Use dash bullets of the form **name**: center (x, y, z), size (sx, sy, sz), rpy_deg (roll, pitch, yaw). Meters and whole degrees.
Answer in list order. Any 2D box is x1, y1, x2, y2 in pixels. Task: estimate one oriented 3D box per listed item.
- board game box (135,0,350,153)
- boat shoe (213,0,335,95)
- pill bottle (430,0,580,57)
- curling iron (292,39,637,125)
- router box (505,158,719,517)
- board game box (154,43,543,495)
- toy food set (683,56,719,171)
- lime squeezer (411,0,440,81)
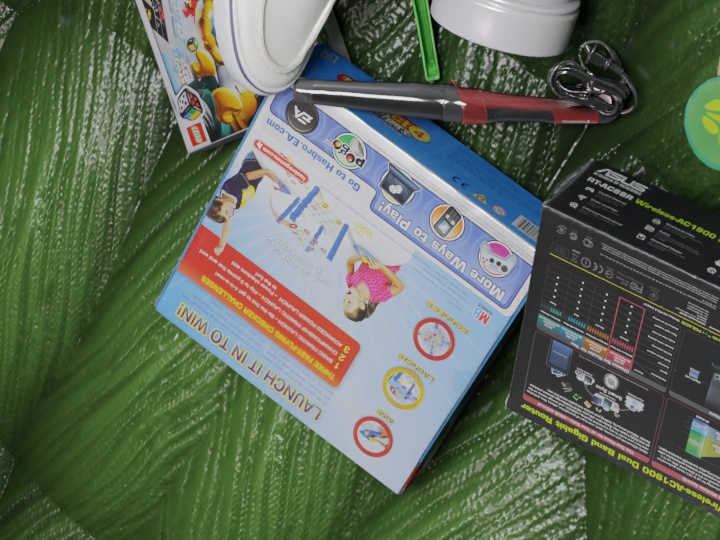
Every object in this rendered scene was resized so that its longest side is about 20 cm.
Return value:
- **board game box**: center (-0.088, -0.189, 1.356), size (0.126, 0.035, 0.202), rpy_deg (-19, 91, 35)
- **boat shoe**: center (-0.026, -0.193, 1.198), size (0.070, 0.070, 0.202), rpy_deg (24, 102, 47)
- **pill bottle**: center (0.102, -0.224, 1.167), size (0.112, 0.112, 0.202), rpy_deg (27, 115, 26)
- **curling iron**: center (0.060, -0.106, 1.233), size (0.198, 0.026, 0.050), rpy_deg (-1, 113, 8)
- **router box**: center (0.185, 0.048, 1.181), size (0.199, 0.062, 0.151), rpy_deg (27, 132, 23)
- **board game box**: center (0.000, 0.000, 1.309), size (0.199, 0.056, 0.197), rpy_deg (37, 121, 9)
- **toy food set**: center (0.274, -0.085, 1.124), size (0.200, 0.049, 0.199), rpy_deg (40, 121, 20)
- **lime squeezer**: center (0.025, -0.194, 1.227), size (0.037, 0.201, 0.071), rpy_deg (3, 61, 6)
